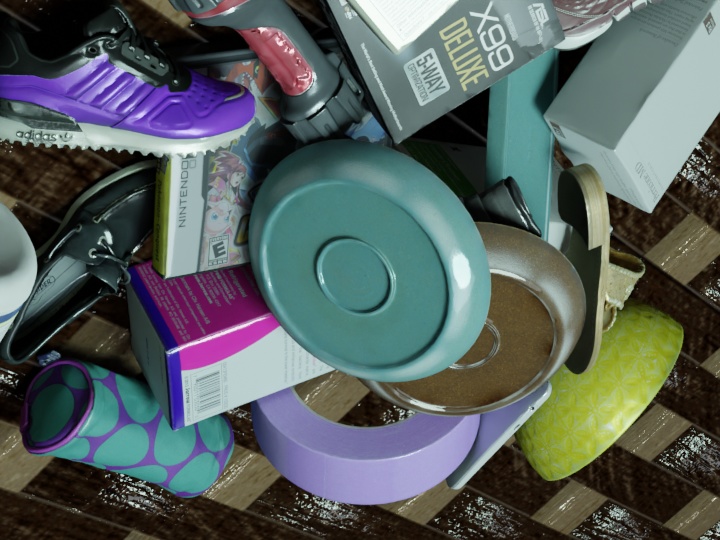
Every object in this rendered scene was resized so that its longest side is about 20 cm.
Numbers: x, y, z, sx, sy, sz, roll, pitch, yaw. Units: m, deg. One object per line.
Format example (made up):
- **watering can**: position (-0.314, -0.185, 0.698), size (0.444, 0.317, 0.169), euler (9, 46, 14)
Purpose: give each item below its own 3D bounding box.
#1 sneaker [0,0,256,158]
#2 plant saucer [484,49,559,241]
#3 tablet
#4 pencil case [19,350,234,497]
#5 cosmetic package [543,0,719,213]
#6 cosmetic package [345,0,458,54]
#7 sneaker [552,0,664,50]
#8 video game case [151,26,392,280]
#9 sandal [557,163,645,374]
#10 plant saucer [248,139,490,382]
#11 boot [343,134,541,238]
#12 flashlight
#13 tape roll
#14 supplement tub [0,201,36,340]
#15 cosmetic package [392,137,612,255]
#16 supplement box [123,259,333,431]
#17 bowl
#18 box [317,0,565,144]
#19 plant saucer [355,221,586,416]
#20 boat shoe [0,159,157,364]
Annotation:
- **sneaker**: position (-0.163, -0.138, 1.311), size (0.198, 0.070, 0.100), euler (0, 116, -21)
- **plant saucer**: position (0.131, -0.101, 1.538), size (0.070, 0.019, 0.202), euler (4, 91, -40)
- **tablet**: position (0.099, 0.089, 1.687), size (0.014, 0.200, 0.130), euler (31, 111, -30)
- **pencil case**: position (-0.196, 0.133, 1.600), size (0.092, 0.086, 0.200), euler (-8, 159, 34)
- **cosmetic package**: position (0.247, -0.163, 1.554), size (0.201, 0.081, 0.113), euler (-57, 145, -8)
- **cosmetic package**: position (-0.006, -0.252, 1.261), size (0.103, 0.073, 0.200), euler (-41, 123, 3)
- **sneaker**: position (0.209, -0.261, 1.476), size (0.199, 0.076, 0.116), euler (-35, 141, 3)
- **video game case**: position (-0.063, -0.093, 1.454), size (0.199, 0.025, 0.182), euler (-11, 121, -29)
- **sandal**: position (0.207, -0.003, 1.586), size (0.069, 0.078, 0.213), euler (-18, 132, -16)
- **plant saucer**: position (0.000, 0.000, 1.415), size (0.027, 0.199, 0.201), euler (-46, 165, -53)
- **boot**: position (0.062, -0.047, 1.464), size (0.131, 0.070, 0.200), euler (-22, 129, 15)
- **flashlight**: position (-0.070, -0.161, 1.351), size (0.067, 0.068, 0.200), euler (-17, 136, 21)
- **tape roll**: position (0.005, 0.098, 1.616), size (0.199, 0.201, 0.066), euler (-21, 143, -17)
- **supplement tub**: position (-0.331, 0.039, 1.337), size (0.144, 0.145, 0.201), euler (9, 126, -43)
- **cosmetic package**: position (0.102, -0.044, 1.610), size (0.199, 0.108, 0.085), euler (2, 130, -41)
- **supplement box**: position (-0.083, 0.033, 1.559), size (0.199, 0.104, 0.102), euler (-18, 140, -18)
- **bowl**: position (0.202, 0.090, 1.819), size (0.108, 0.200, 0.200), euler (42, 106, -9)
- **box**: position (0.049, -0.213, 1.394), size (0.157, 0.050, 0.201), euler (-31, 131, -4)
- **plant saucer**: position (0.080, 0.048, 1.482), size (0.198, 0.032, 0.201), euler (-3, 130, -3)
- **boat shoe**: position (-0.210, -0.002, 1.449), size (0.199, 0.066, 0.075), euler (-36, 142, 0)
